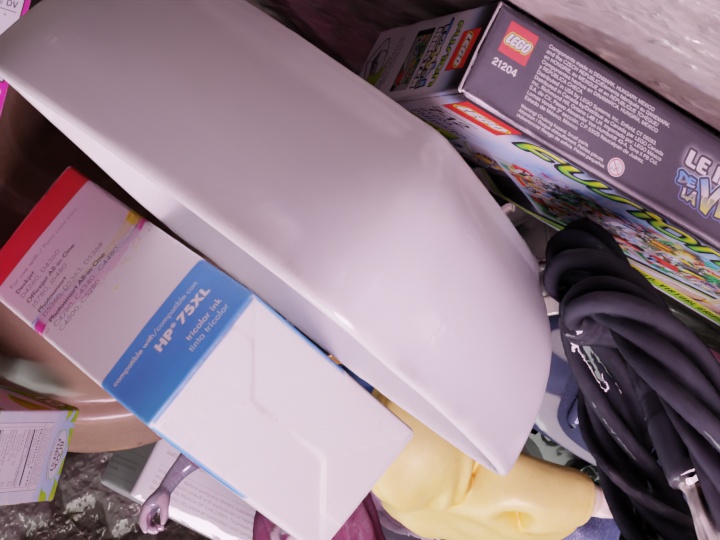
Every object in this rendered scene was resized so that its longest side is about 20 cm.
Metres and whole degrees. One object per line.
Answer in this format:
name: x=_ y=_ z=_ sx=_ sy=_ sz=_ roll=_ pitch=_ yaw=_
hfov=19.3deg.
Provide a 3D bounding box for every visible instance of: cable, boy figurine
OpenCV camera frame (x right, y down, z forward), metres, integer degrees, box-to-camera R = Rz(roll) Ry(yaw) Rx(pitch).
cable: x=0.101 y=0.060 z=0.764 sx=0.164 sy=0.051 sz=0.200 roll=64 pitch=180 yaw=-21
boy figurine: x=0.060 y=0.104 z=1.037 sx=0.124 sy=0.065 sz=0.200 roll=-2 pitch=158 yaw=43

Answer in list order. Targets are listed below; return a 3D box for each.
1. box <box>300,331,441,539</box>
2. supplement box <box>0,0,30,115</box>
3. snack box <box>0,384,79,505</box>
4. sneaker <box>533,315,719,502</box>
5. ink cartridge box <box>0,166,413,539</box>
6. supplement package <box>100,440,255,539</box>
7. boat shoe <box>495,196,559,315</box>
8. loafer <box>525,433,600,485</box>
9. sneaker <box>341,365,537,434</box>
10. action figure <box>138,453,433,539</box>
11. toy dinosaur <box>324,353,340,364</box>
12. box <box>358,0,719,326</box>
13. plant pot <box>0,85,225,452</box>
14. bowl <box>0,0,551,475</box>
box: x=0.000 y=0.058 z=1.203 sx=0.200 sy=0.159 sz=0.046 roll=29 pitch=174 yaw=-24
supplement box: x=-0.224 y=-0.065 z=0.924 sx=0.103 sy=0.201 sz=0.101 roll=16 pitch=179 yaw=-37
snack box: x=-0.251 y=0.060 z=0.984 sx=0.199 sy=0.053 sz=0.142 roll=15 pitch=180 yaw=16
sneaker: x=0.144 y=0.071 z=0.886 sx=0.199 sy=0.070 sz=0.082 roll=23 pitch=-170 yaw=10
ink cartridge box: x=-0.082 y=0.028 z=0.904 sx=0.116 sy=0.067 sz=0.200 roll=43 pitch=174 yaw=-41
supplement package: x=-0.056 y=0.068 z=1.287 sx=0.117 sy=0.201 sz=0.117 roll=28 pitch=172 yaw=-13
boat shoe: x=0.071 y=-0.014 z=0.941 sx=0.067 sy=0.057 sz=0.200 roll=-9 pitch=-177 yaw=-12
loafer: x=0.128 y=0.083 z=1.145 sx=0.075 sy=0.070 sz=0.200 roll=-18 pitch=117 yaw=31
sneaker: x=0.067 y=0.040 z=1.062 sx=0.066 sy=0.079 sz=0.200 roll=23 pitch=160 yaw=-39
action figure: x=-0.021 y=0.108 z=1.066 sx=0.134 sy=0.149 sz=0.201 roll=19 pitch=136 yaw=41
toy dinosaur: x=0.000 y=0.000 z=0.992 sx=0.200 sy=0.060 sz=0.106 roll=40 pitch=-160 yaw=-43
box: x=0.101 y=-0.029 z=0.769 sx=0.199 sy=0.035 sz=0.110 roll=29 pitch=171 yaw=-18
plant pot: x=-0.132 y=-0.031 z=1.046 sx=0.200 sy=0.201 sz=0.175 roll=25 pitch=154 yaw=5
bowl: x=-0.018 y=-0.025 z=0.753 sx=0.200 sy=0.075 sz=0.200 roll=37 pitch=176 yaw=29
